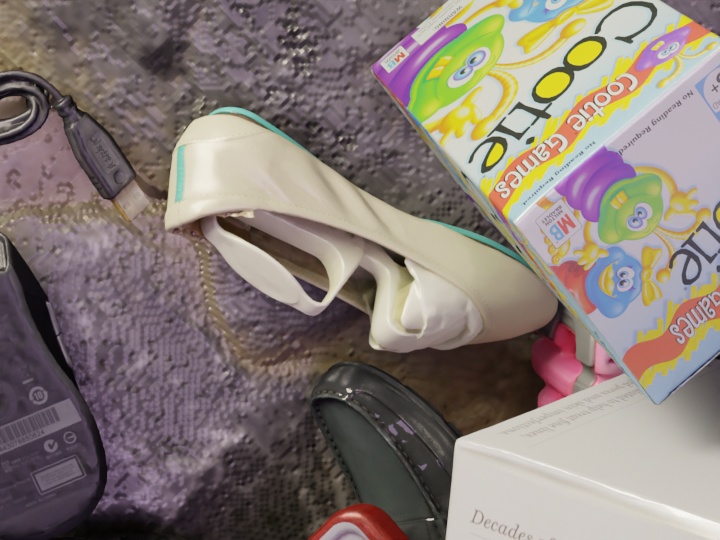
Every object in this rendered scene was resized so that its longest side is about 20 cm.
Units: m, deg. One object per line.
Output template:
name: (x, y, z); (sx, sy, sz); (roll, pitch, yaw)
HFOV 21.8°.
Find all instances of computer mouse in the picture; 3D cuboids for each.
computer mouse: (-0.147, 0.010, 0.816); (0.140, 0.046, 0.201); (-28, 105, 2)

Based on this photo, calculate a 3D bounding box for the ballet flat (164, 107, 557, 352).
ballet flat: (0.000, 0.000, 0.836); (0.199, 0.070, 0.070); (27, 103, -19)

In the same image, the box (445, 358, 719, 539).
box: (0.164, 0.133, 0.760); (0.198, 0.199, 0.132); (-13, 114, -52)

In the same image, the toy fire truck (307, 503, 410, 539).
toy fire truck: (-0.015, 0.225, 0.842); (0.200, 0.112, 0.168); (-45, 77, 18)

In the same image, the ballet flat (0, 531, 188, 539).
ballet flat: (-0.166, 0.147, 0.870); (0.198, 0.057, 0.067); (9, 116, -12)

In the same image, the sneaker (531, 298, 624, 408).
sneaker: (0.131, 0.093, 0.918); (0.095, 0.079, 0.202); (-9, 117, -29)

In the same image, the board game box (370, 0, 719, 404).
board game box: (0.096, -0.052, 0.770); (0.105, 0.200, 0.103); (-40, 117, 2)

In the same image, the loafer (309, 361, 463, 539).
loafer: (0.037, 0.133, 0.880); (0.070, 0.068, 0.201); (-41, 102, -30)
